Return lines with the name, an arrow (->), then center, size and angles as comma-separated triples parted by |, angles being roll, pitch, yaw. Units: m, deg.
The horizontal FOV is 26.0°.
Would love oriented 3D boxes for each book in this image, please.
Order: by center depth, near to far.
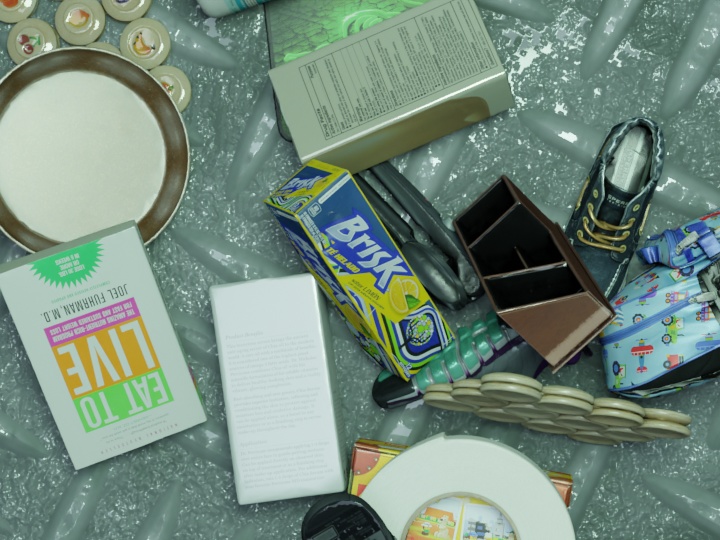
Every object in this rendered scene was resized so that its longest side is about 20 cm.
book -> -0.235, 0.067, 1.433 | 0.133, 0.048, 0.201 | -19, 109, -1

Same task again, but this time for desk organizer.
desk organizer -> 0.144, -0.003, 1.341 | 0.072, 0.200, 0.077 | -43, 113, 11

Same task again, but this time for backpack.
backpack -> 0.289, 0.027, 1.352 | 0.199, 0.183, 0.135 | -25, 87, 8

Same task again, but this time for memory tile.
memory tile -> 0.169, 0.120, 1.342 | 0.199, 0.153, 0.017 | 15, 75, -21
memory tile -> -0.259, -0.216, 1.488 | 0.153, 0.017, 0.201 | -25, 86, 4

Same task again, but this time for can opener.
can opener -> 0.045, -0.047, 1.436 | 0.063, 0.079, 0.200 | -35, 73, -4

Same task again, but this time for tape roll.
tape roll -> 0.088, 0.243, 1.358 | 0.202, 0.037, 0.204 | 0, 90, 6

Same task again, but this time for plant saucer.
plant saucer -> -0.258, -0.105, 1.440 | 0.199, 0.034, 0.201 | 0, 92, -16

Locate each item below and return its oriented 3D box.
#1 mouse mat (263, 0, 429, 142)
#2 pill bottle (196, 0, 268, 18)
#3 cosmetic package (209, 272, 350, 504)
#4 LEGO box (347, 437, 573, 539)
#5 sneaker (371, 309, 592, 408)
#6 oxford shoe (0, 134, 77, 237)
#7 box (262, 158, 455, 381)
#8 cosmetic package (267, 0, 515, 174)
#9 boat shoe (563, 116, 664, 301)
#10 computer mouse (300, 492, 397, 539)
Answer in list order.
mouse mat -> 0.012, -0.211, 1.468 | 0.199, 0.008, 0.162 | -7, 88, 4
pill bottle -> -0.065, -0.312, 1.425 | 0.199, 0.111, 0.111 | -18, 87, 4
cosmetic package -> -0.073, 0.107, 1.436 | 0.101, 0.071, 0.201 | -7, 88, 5
LEGO box -> 0.082, 0.244, 1.416 | 0.199, 0.077, 0.150 | 10, 90, 6
sneaker -> 0.110, 0.094, 1.424 | 0.200, 0.074, 0.088 | -27, 115, 16
oxford shoe -> -0.339, -0.119, 1.472 | 0.071, 0.071, 0.200 | -39, 96, -4
box -> 0.000, 0.000, 1.381 | 0.064, 0.070, 0.200 | -42, 118, -14
cosmetic package -> 0.028, -0.165, 1.414 | 0.199, 0.071, 0.106 | -21, 68, 5
boat shoe -> 0.220, -0.043, 1.403 | 0.071, 0.091, 0.201 | 16, 91, 5
computer mouse -> -0.001, 0.293, 1.331 | 0.140, 0.046, 0.200 | -37, 91, 9
